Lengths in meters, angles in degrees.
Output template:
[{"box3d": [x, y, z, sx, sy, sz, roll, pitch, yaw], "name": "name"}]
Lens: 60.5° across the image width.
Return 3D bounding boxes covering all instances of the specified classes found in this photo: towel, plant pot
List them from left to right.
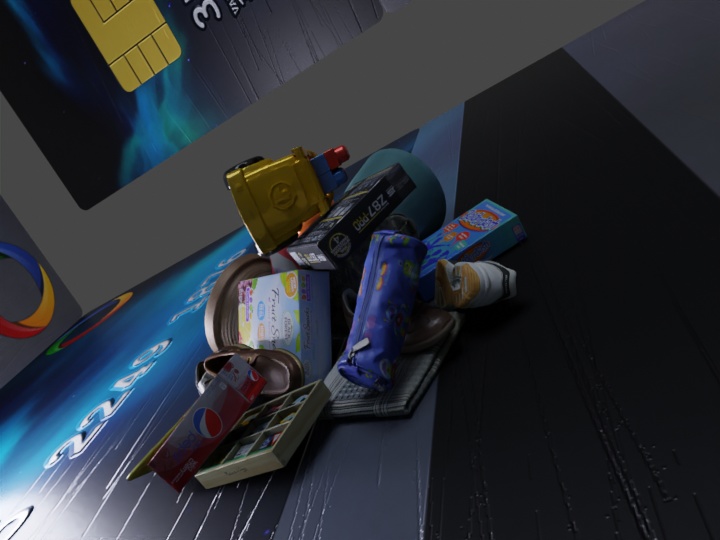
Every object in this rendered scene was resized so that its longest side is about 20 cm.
[{"box3d": [-0.284, 0.246, 0.976, 0.200, 0.018, 0.086, -48, -11, 0], "name": "towel"}, {"box3d": [-0.187, 0.081, 1.151, 0.091, 0.206, 0.201, 17, 44, 30], "name": "plant pot"}, {"box3d": [0.044, -0.100, 1.178, 0.197, 0.204, 0.161, -12, 27, 46], "name": "plant pot"}, {"box3d": [0.034, 0.126, 0.856, 0.189, 0.035, 0.200, -16, 23, 42], "name": "towel"}]

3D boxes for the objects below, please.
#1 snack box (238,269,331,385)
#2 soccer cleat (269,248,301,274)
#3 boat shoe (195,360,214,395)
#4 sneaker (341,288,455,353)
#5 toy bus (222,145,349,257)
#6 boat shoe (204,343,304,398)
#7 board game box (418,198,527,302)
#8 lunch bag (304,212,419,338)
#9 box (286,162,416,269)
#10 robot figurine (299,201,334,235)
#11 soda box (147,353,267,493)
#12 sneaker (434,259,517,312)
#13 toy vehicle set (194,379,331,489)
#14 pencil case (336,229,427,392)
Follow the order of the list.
[{"box3d": [-0.126, 0.094, 0.991, 0.066, 0.175, 0.197, 3, -9, -39], "name": "snack box"}, {"box3d": [-0.115, 0.027, 1.117, 0.075, 0.206, 0.066, -22, 2, 29], "name": "soccer cleat"}, {"box3d": [-0.255, 0.205, 1.089, 0.071, 0.067, 0.199, -34, 18, -20], "name": "boat shoe"}, {"box3d": [0.040, 0.062, 0.852, 0.197, 0.077, 0.070, -6, 30, 49], "name": "sneaker"}, {"box3d": [-0.097, -0.129, 0.952, 0.188, 0.139, 0.200, -28, 8, 3], "name": "toy bus"}, {"box3d": [-0.161, 0.152, 0.921, 0.196, 0.075, 0.066, 3, 3, 44], "name": "boat shoe"}, {"box3d": [0.166, -0.039, 1.052, 0.196, 0.046, 0.152, -33, 17, 1], "name": "board game box"}, {"box3d": [0.000, 0.000, 1.040, 0.168, 0.141, 0.199, -44, 6, -41], "name": "lunch bag"}, {"box3d": [-0.021, -0.072, 0.892, 0.162, 0.049, 0.199, -47, 13, -14], "name": "box"}, {"box3d": [-0.071, -0.061, 1.262, 0.115, 0.203, 0.144, -33, 13, 4], "name": "robot figurine"}, {"box3d": [-0.217, 0.217, 0.874, 0.201, 0.063, 0.070, -51, 2, 22], "name": "soda box"}, {"box3d": [0.161, 0.023, 0.884, 0.084, 0.079, 0.200, -1, 4, -9], "name": "sneaker"}, {"box3d": [-0.133, 0.224, 0.836, 0.198, 0.027, 0.125, -30, 15, 41], "name": "toy vehicle set"}, {"box3d": [0.027, 0.048, 0.779, 0.076, 0.087, 0.206, 5, 70, 31], "name": "pencil case"}]
